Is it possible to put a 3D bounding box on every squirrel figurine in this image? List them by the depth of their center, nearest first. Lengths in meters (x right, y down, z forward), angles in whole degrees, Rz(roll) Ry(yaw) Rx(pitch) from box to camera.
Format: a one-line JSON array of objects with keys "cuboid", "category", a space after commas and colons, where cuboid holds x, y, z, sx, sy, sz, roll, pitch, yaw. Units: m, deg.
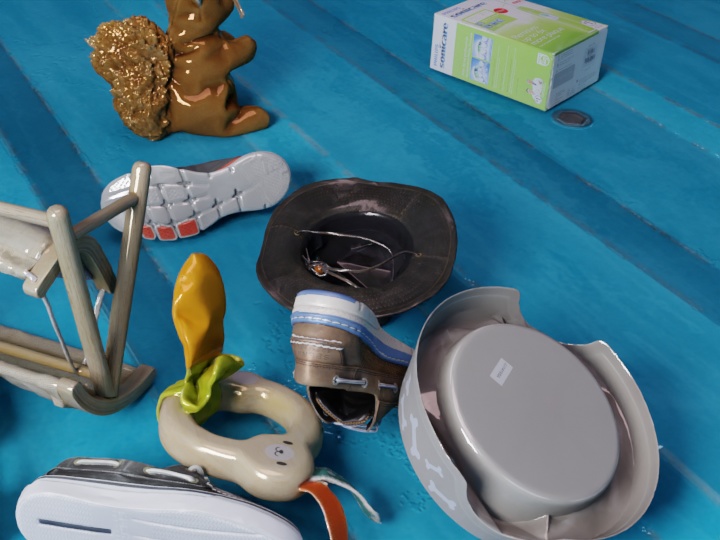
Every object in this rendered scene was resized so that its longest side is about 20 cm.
[{"cuboid": [-0.220, -0.263, 1.128, 0.199, 0.188, 0.141, -19, 41, -27], "category": "squirrel figurine"}]

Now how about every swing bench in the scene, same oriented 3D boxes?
[{"cuboid": [-0.275, 0.008, 0.727, 0.197, 0.202, 0.130, 13, 26, 15], "category": "swing bench"}]

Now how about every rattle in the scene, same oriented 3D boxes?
[{"cuboid": [-0.058, 0.093, 0.680, 0.130, 0.144, 0.200, 15, 10, -42], "category": "rattle"}]

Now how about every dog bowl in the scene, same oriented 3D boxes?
[{"cuboid": [0.116, 0.110, 0.679, 0.199, 0.059, 0.201, 16, 47, -18], "category": "dog bowl"}]

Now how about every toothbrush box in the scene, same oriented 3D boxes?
[{"cuboid": [0.219, -0.312, 1.313, 0.199, 0.087, 0.145, 28, 42, 33], "category": "toothbrush box"}]

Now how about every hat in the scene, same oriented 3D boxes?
[{"cuboid": [0.000, 0.000, 0.870, 0.199, 0.081, 0.201, -3, 41, 3], "category": "hat"}]

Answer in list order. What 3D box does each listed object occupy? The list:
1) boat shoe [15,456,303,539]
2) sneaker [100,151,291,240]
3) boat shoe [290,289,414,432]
[{"cuboid": [-0.130, 0.161, 0.639, 0.198, 0.073, 0.071, 12, 28, 5], "category": "boat shoe"}, {"cuboid": [-0.175, -0.079, 0.996, 0.198, 0.078, 0.082, -10, 10, -18], "category": "sneaker"}, {"cuboid": [-0.006, 0.080, 0.698, 0.072, 0.200, 0.073, 6, 71, 27], "category": "boat shoe"}]
